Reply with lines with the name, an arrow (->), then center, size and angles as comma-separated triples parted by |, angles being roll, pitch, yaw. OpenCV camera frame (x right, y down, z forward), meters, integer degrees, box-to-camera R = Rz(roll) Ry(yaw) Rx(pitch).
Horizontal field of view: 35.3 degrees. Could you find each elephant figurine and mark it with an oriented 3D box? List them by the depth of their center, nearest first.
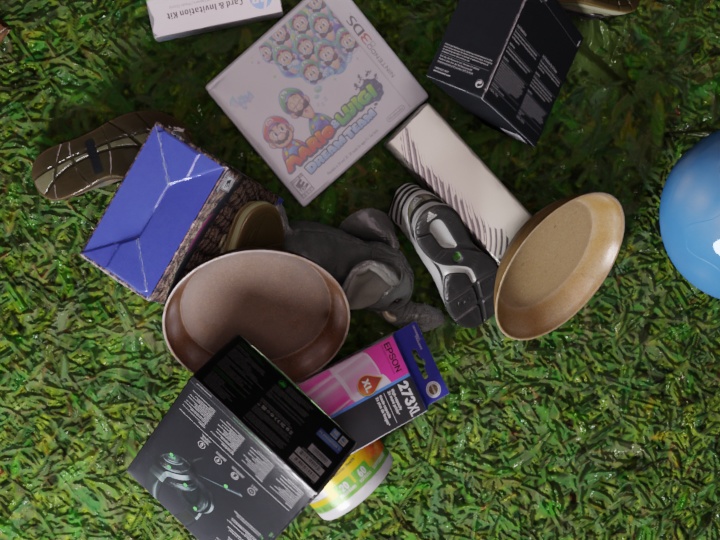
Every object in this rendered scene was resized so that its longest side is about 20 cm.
elephant figurine -> 0.000, 0.000, 1.297 | 0.197, 0.155, 0.144 | -7, 80, -3

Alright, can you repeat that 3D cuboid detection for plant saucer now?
plant saucer -> -0.110, 0.046, 1.197 | 0.197, 0.035, 0.202 | -4, 131, -4
plant saucer -> 0.222, -0.011, 1.307 | 0.200, 0.200, 0.035 | -47, 53, 0

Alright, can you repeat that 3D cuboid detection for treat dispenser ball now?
treat dispenser ball -> 0.441, -0.064, 1.283 | 0.197, 0.201, 0.204 | 0, 94, -4

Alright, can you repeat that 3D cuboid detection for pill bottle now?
pill bottle -> -0.063, 0.178, 1.311 | 0.111, 0.111, 0.201 | -39, 96, 0

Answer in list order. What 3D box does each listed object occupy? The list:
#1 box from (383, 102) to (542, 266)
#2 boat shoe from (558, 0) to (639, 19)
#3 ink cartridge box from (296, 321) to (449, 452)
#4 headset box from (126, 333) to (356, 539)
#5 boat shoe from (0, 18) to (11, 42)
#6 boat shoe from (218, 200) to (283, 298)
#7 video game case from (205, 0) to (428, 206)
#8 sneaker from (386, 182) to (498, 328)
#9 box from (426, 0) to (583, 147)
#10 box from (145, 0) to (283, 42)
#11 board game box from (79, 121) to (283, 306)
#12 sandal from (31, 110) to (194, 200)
box -> 0.118, -0.099, 1.320 | 0.068, 0.082, 0.200 | -44, 94, 1
boat shoe -> 0.224, -0.327, 1.301 | 0.198, 0.066, 0.073 | 9, 73, -18
ink cartridge box -> 0.006, 0.140, 1.266 | 0.198, 0.037, 0.096 | -26, 91, -24
headset box -> -0.131, 0.202, 1.196 | 0.174, 0.093, 0.201 | 41, 128, 5
boat shoe -> -0.462, -0.201, 1.282 | 0.074, 0.076, 0.200 | 44, 98, -11
boat shoe -> -0.132, 0.001, 1.238 | 0.073, 0.063, 0.202 | -23, 140, -32
video game case -> -0.051, -0.209, 1.328 | 0.200, 0.024, 0.183 | -41, 95, 0
sneaker -> 0.097, -0.029, 1.329 | 0.075, 0.116, 0.202 | -32, 129, -3
box -> 0.165, -0.238, 1.250 | 0.078, 0.200, 0.143 | 28, 93, 26
box -> -0.183, -0.379, 1.299 | 0.153, 0.041, 0.203 | -11, 96, -3
board game box -> -0.188, -0.050, 1.233 | 0.096, 0.200, 0.161 | 31, 92, 14
sandal -> -0.283, -0.129, 1.308 | 0.197, 0.055, 0.083 | -18, 89, 12
